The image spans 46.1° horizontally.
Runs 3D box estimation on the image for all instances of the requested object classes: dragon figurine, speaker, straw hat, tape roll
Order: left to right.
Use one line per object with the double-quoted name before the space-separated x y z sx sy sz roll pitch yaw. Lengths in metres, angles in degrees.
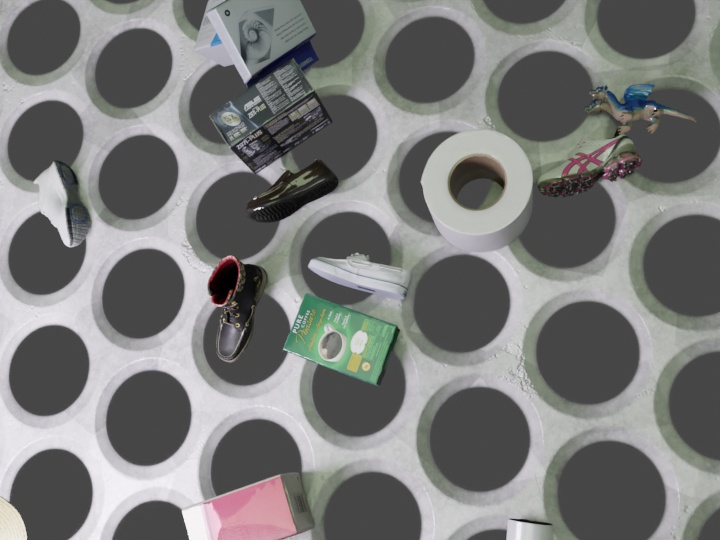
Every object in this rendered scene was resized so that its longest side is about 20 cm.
"straw hat" -0.771 0.537 1.670 0.200 0.085 0.202 -2 78 11
"tape roll" 0.223 -0.146 1.587 0.202 0.139 0.204 -3 77 12
"speaker" 0.286 0.532 1.457 0.081 0.081 0.201 3 78 12
"dragon figurine" 0.526 -0.312 1.593 0.199 0.059 0.100 -5 51 9

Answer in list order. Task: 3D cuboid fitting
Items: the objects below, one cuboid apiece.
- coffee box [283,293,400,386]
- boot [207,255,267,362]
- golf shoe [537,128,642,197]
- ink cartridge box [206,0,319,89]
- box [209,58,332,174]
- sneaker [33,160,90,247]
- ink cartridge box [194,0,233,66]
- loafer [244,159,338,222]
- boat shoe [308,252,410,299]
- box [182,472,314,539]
"coffee box" -0.036 0.132 1.629 0.199 0.044 0.124 18 81 14
"boot" -0.249 0.071 1.630 0.073 0.151 0.201 19 82 15
"golf shoe" 0.421 -0.201 1.598 0.199 0.073 0.092 -19 66 -3
"ink cartridge box" -0.181 -0.469 1.690 0.040 0.201 0.200 3 39 50
"box" -0.174 -0.303 1.690 0.200 0.164 0.086 -34 74 3
"sneaker" -0.639 -0.133 1.806 0.087 0.074 0.201 -28 67 17
"ink cartridge box" -0.251 -0.542 1.761 0.145 0.084 0.201 3 76 49
"loafer" -0.144 -0.161 1.708 0.199 0.073 0.072 -23 65 0
"boat shoe" 0.000 0.000 1.643 0.199 0.074 0.066 17 77 4
"box" -0.203 0.453 1.549 0.199 0.128 0.109 -21 75 7
